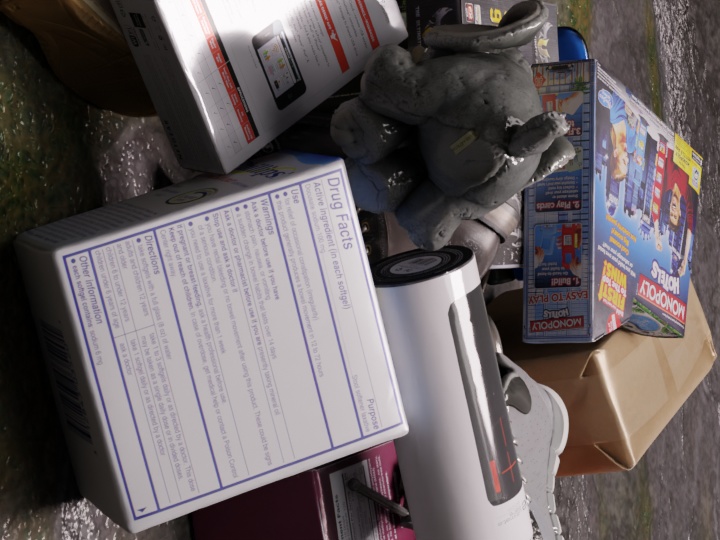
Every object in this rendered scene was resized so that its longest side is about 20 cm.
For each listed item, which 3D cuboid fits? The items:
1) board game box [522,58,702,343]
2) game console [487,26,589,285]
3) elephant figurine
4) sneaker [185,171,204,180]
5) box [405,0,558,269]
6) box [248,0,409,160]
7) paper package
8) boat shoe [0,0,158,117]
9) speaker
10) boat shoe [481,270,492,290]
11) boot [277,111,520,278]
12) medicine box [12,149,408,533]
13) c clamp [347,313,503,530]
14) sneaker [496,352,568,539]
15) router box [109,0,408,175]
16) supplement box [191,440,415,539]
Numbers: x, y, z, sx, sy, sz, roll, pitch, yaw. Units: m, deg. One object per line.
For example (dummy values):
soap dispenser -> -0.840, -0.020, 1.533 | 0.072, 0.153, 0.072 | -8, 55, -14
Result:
board game box -> 0.182, -0.026, 1.668 | 0.200, 0.061, 0.201 | 33, 62, -52
game console -> 0.137, -0.099, 1.820 | 0.171, 0.117, 0.201 | -86, 165, -78
elephant figurine -> 0.075, -0.114, 1.440 | 0.200, 0.155, 0.142 | -44, 164, -53
sneaker -> -0.081, 0.038, 1.544 | 0.200, 0.080, 0.116 | 53, 46, -31
box -> 0.095, -0.101, 1.636 | 0.158, 0.048, 0.202 | -1, 89, -59
box -> 0.019, -0.112, 1.679 | 0.200, 0.124, 0.149 | -57, 133, -45
paper package -> 0.165, 0.085, 1.824 | 0.200, 0.190, 0.104 | -40, 115, -54
boat shoe -> -0.175, -0.171, 1.414 | 0.200, 0.073, 0.070 | 49, 43, -50
speaker -> 0.056, 0.091, 1.460 | 0.081, 0.081, 0.201 | -34, 116, -55
boat shoe -> 0.077, -0.009, 1.757 | 0.060, 0.074, 0.201 | 32, 79, -39
boot -> 0.000, 0.000, 1.518 | 0.175, 0.199, 0.069 | -63, 178, -7
medicine box -> -0.092, 0.040, 1.398 | 0.199, 0.103, 0.183 | -18, 103, -20
c clamp -> 0.060, 0.101, 1.594 | 0.171, 0.027, 0.201 | 45, 48, -45
sneaker -> 0.092, 0.147, 1.566 | 0.116, 0.075, 0.201 | 48, 37, -43
router box -> -0.073, -0.192, 1.414 | 0.179, 0.049, 0.201 | -39, 121, -31
supplement box -> -0.019, 0.165, 1.582 | 0.200, 0.110, 0.086 | -15, 96, -58
